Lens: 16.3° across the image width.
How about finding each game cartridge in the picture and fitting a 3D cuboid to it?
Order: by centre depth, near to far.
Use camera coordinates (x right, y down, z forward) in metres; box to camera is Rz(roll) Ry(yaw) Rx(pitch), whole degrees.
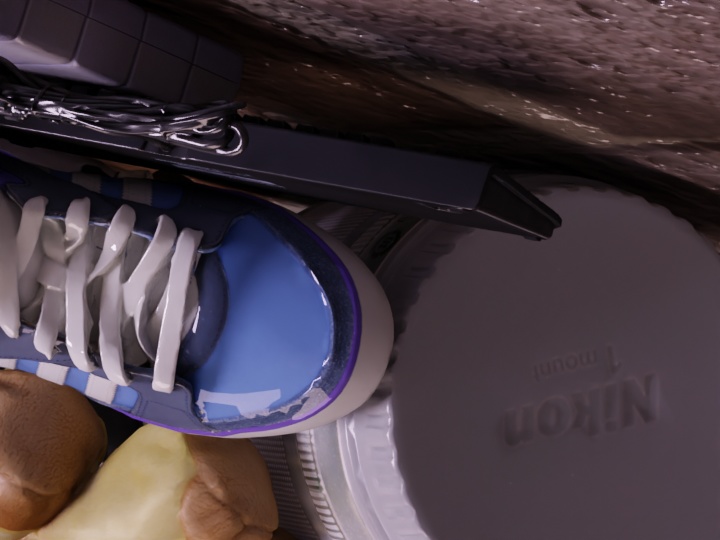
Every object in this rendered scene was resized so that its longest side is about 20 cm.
[{"bbox_3d":[-0.143,-0.080,0.816,0.129,0.039,0.199,16,173,-41],"label":"game cartridge"}]

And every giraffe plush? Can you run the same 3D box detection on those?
[{"bbox_3d":[-0.125,0.145,0.851,0.199,0.163,0.173,-1,130,27],"label":"giraffe plush"}]

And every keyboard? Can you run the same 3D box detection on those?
[{"bbox_3d":[-0.050,-0.040,0.738,0.199,0.021,0.127,10,177,24],"label":"keyboard"}]

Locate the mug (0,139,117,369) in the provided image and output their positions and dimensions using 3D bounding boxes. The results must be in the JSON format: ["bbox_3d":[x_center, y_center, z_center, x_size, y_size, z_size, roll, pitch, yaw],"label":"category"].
[{"bbox_3d":[-0.181,0.029,1.051,0.147,0.201,0.175,0,-161,-46],"label":"mug"}]

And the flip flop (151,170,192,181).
[{"bbox_3d":[0.000,0.000,1.064,0.199,0.058,0.081,29,-179,9],"label":"flip flop"}]

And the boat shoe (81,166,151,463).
[{"bbox_3d":[-0.099,0.041,0.956,0.063,0.074,0.202,-1,137,6],"label":"boat shoe"}]

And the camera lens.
[{"bbox_3d":[0.037,0.047,0.902,0.159,0.161,0.200,17,172,-20],"label":"camera lens"}]

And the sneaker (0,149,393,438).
[{"bbox_3d":[-0.106,0.002,0.767,0.199,0.081,0.146,18,-173,28],"label":"sneaker"}]
